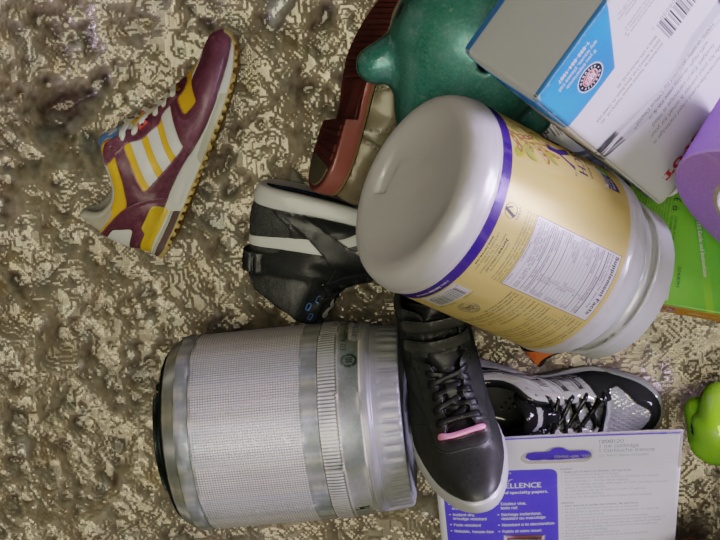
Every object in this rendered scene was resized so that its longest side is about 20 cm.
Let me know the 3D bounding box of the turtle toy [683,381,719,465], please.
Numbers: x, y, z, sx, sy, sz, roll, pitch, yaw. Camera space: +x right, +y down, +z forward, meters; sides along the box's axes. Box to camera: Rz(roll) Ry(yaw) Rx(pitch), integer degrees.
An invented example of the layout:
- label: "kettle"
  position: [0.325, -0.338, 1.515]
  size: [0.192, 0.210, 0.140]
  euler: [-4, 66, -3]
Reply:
- label: "turtle toy"
  position: [0.348, 0.169, 1.122]
  size: [0.101, 0.146, 0.200]
  euler: [-33, 98, 32]

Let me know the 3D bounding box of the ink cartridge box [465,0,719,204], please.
- label: "ink cartridge box"
  position: [0.189, -0.155, 0.971]
  size: [0.147, 0.200, 0.086]
  euler: [-54, 51, 7]

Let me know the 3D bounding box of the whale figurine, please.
- label: "whale figurine"
  position: [0.073, -0.130, 1.032]
  size: [0.159, 0.104, 0.200]
  euler: [18, 106, -12]

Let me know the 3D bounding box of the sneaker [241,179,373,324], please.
- label: "sneaker"
  position: [0.000, 0.000, 1.140]
  size: [0.200, 0.073, 0.112]
  euler: [16, 107, 9]

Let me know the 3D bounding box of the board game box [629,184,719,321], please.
- label: "board game box"
  position: [0.299, -0.006, 1.056]
  size: [0.200, 0.030, 0.096]
  euler: [10, 76, 9]

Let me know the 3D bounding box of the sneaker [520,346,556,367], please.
- label: "sneaker"
  position: [0.218, 0.018, 1.132]
  size: [0.200, 0.070, 0.090]
  euler: [-18, 120, 6]

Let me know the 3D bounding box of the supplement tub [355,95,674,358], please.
- label: "supplement tub"
  position: [0.113, -0.025, 0.989]
  size: [0.200, 0.145, 0.146]
  euler: [23, 105, -31]

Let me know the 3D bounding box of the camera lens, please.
- label: "camera lens"
  position: [-0.060, 0.125, 1.122]
  size: [0.200, 0.160, 0.160]
  euler: [-6, 102, 6]

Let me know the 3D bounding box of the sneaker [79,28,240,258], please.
- label: "sneaker"
  position: [-0.164, -0.112, 1.121]
  size: [0.090, 0.075, 0.200]
  euler: [22, 103, -6]

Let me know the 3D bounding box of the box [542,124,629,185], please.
- label: "box"
  position: [0.189, -0.128, 1.104]
  size: [0.200, 0.044, 0.160]
  euler: [-21, 100, 9]

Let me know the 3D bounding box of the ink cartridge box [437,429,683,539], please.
- label: "ink cartridge box"
  position: [0.164, 0.190, 1.137]
  size: [0.198, 0.043, 0.200]
  euler: [-3, 131, 5]

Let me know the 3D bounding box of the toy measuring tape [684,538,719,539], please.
- label: "toy measuring tape"
  position: [0.264, 0.282, 1.141]
  size: [0.073, 0.074, 0.200]
  euler: [24, 128, -1]

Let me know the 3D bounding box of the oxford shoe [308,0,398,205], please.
- label: "oxford shoe"
  position: [0.025, -0.147, 1.107]
  size: [0.075, 0.070, 0.200]
  euler: [21, 96, -22]

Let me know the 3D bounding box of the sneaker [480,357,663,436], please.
- label: "sneaker"
  position: [0.154, 0.121, 1.142]
  size: [0.200, 0.088, 0.076]
  euler: [3, 102, 3]

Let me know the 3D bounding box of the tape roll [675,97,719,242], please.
- label: "tape roll"
  position: [0.322, -0.046, 0.948]
  size: [0.200, 0.200, 0.066]
  euler: [35, 78, -4]

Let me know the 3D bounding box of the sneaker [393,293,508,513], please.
- label: "sneaker"
  position: [0.063, 0.082, 1.045]
  size: [0.071, 0.200, 0.099]
  euler: [-13, 141, 1]
